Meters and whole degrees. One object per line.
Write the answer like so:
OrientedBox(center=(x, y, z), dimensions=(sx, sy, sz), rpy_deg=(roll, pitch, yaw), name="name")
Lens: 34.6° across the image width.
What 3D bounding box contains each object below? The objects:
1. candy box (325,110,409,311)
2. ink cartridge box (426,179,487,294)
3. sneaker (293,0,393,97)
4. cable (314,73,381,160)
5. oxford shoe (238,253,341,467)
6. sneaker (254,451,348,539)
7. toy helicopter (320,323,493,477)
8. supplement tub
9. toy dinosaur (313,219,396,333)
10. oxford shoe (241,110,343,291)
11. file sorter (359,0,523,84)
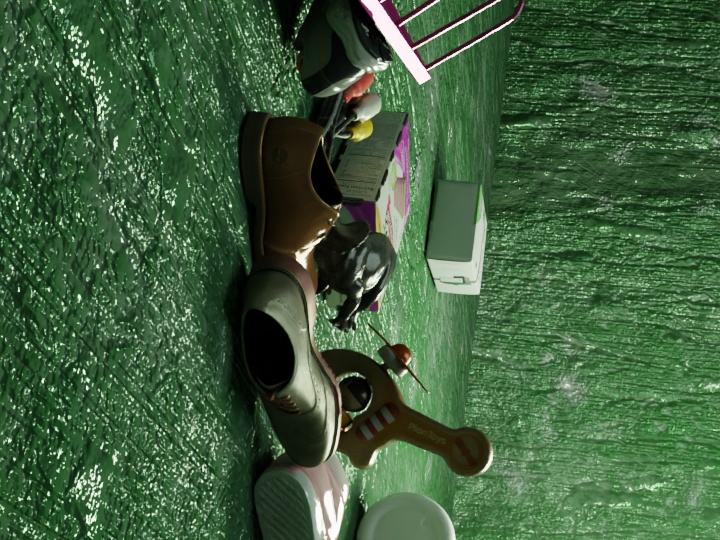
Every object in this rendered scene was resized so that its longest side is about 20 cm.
OrientedBox(center=(0.010, -0.069, 1.247), dimensions=(0.200, 0.061, 0.137), rpy_deg=(-70, 162, -53), name="candy box")
OrientedBox(center=(0.172, -0.055, 2.034), dimensions=(0.200, 0.084, 0.147), rpy_deg=(60, 37, -71), name="ink cartridge box")
OrientedBox(center=(-0.025, -0.211, 1.012), dimensions=(0.074, 0.079, 0.200), rpy_deg=(49, 16, -23), name="sneaker")
OrientedBox(center=(-0.018, -0.143, 1.094), dimensions=(0.200, 0.050, 0.098), rpy_deg=(-68, 162, -57), name="cable")
OrientedBox(center=(-0.065, 0.089, 0.929), dimensions=(0.075, 0.070, 0.201), rpy_deg=(-63, 146, -54), name="oxford shoe")
OrientedBox(center=(-0.046, 0.248, 1.048), dimensions=(0.105, 0.075, 0.201), rpy_deg=(-47, 137, -65), name="sneaker")
OrientedBox(center=(0.036, 0.132, 1.100), dimensions=(0.133, 0.199, 0.079), rpy_deg=(-66, 165, -9), name="toy helicopter")
OrientedBox(center=(0.068, 0.394, 1.564), dimensions=(0.200, 0.131, 0.133), rpy_deg=(76, 21, -56), name="supplement tub")
OrientedBox(center=(0.000, 0.000, 1.081), dimensions=(0.103, 0.077, 0.200), rpy_deg=(-57, 149, 7), name="toy dinosaur")
OrientedBox(center=(-0.048, -0.039, 0.939), dimensions=(0.201, 0.071, 0.072), rpy_deg=(85, 13, -48), name="oxford shoe")
OrientedBox(center=(0.047, -0.279, 0.967), dimensions=(0.139, 0.125, 0.200), rpy_deg=(65, 11, 21), name="file sorter")
